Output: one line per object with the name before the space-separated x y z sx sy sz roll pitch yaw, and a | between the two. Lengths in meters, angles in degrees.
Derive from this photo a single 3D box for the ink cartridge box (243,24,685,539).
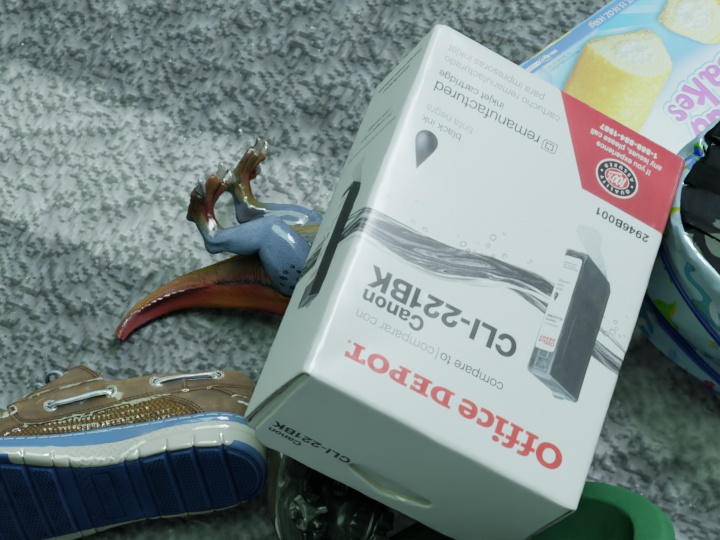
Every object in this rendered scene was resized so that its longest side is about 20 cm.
ink cartridge box | 0.051 0.010 1.108 0.144 0.084 0.201 27 62 -11

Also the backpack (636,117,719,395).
backpack | 0.229 0.012 1.173 0.200 0.154 0.163 41 64 -7

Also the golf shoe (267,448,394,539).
golf shoe | -0.006 0.048 1.182 0.077 0.094 0.201 23 77 -14

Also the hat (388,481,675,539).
hat | 0.084 0.222 1.123 0.165 0.177 0.200 -8 17 24

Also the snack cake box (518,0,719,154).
snack cake box | 0.188 -0.104 1.293 0.199 0.067 0.115 -35 59 -15

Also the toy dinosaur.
toy dinosaur | 0.000 0.000 1.266 0.181 0.105 0.201 37 109 9

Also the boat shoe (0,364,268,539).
boat shoe | -0.145 0.091 1.212 0.198 0.073 0.073 -4 43 3
